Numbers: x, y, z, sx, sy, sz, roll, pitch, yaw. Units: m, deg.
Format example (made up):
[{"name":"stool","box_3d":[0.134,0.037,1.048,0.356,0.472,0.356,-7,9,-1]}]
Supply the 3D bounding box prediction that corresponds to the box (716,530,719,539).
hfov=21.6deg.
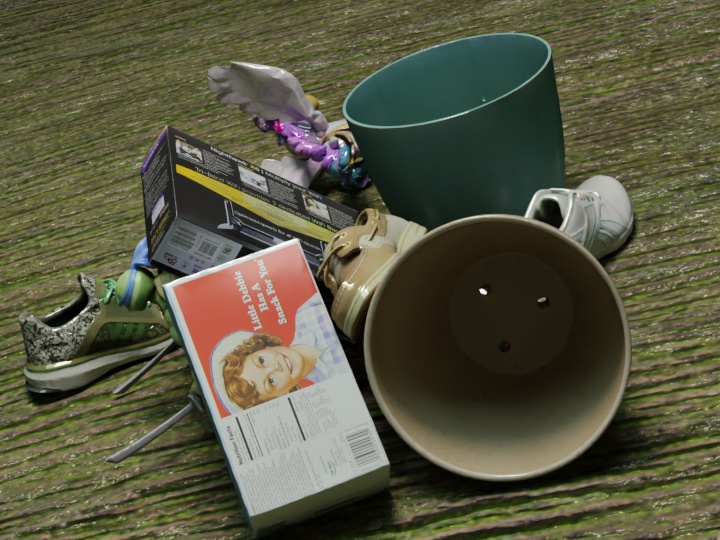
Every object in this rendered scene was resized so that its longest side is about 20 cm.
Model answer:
[{"name":"box","box_3d":[0.277,0.208,1.160,0.163,0.021,0.200,-16,27,35]}]

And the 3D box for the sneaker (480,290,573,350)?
[{"name":"sneaker","box_3d":[0.100,0.032,1.599,0.199,0.074,0.087,-1,26,24]}]

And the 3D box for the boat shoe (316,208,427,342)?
[{"name":"boat shoe","box_3d":[0.000,0.000,1.506,0.066,0.074,0.200,27,18,4]}]

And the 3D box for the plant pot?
[{"name":"plant pot","box_3d":[0.100,-0.105,1.754,0.199,0.162,0.201,-15,24,7]}]

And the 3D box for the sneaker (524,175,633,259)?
[{"name":"sneaker","box_3d":[0.191,-0.044,1.687,0.070,0.081,0.200,-1,28,29]}]

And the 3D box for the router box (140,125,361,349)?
[{"name":"router box","box_3d":[-0.085,-0.029,1.591,0.199,0.052,0.158,24,25,-22]}]

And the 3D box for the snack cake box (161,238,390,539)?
[{"name":"snack cake box","box_3d":[-0.065,0.090,1.449,0.114,0.067,0.201,-19,69,-7]}]

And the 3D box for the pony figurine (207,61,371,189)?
[{"name":"pony figurine","box_3d":[-0.054,-0.139,1.952,0.192,0.168,0.200,1,14,15]}]

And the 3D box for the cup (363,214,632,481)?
[{"name":"cup","box_3d":[0.112,0.046,1.458,0.199,0.202,0.143,-9,8,12]}]

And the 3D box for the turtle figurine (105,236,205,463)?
[{"name":"turtle figurine","box_3d":[-0.121,0.072,1.633,0.192,0.202,0.144,6,-5,-8]}]

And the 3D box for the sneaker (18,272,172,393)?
[{"name":"sneaker","box_3d":[-0.228,0.038,1.738,0.199,0.089,0.077,-27,29,-23]}]
